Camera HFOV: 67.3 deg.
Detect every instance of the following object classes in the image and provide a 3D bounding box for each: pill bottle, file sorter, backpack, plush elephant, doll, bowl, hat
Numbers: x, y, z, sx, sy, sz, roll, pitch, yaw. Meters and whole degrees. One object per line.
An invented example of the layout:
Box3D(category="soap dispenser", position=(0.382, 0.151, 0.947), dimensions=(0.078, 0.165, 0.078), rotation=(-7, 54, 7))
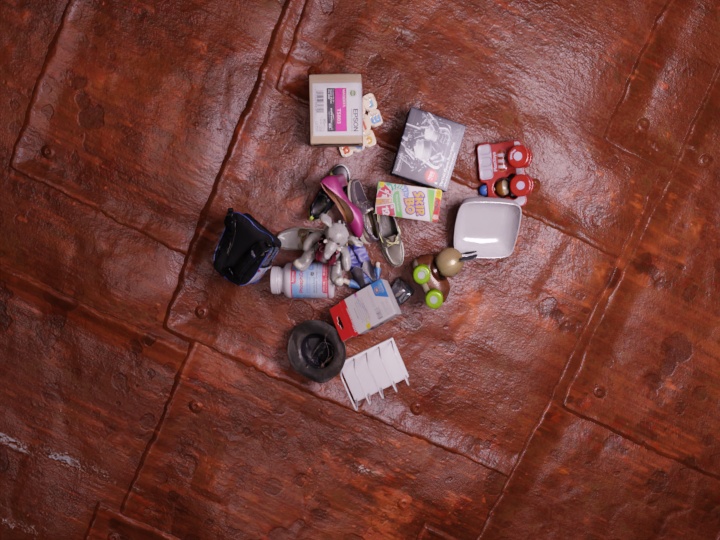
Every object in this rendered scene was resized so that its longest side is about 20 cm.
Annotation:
Box3D(category="pill bottle", position=(-0.178, 0.031, 1.681), dimensions=(0.193, 0.109, 0.113), rotation=(0, 97, -1))
Box3D(category="file sorter", position=(0.045, 0.331, 1.712), dimensions=(0.195, 0.125, 0.142), rotation=(-25, 97, 2))
Box3D(category="backpack", position=(-0.349, -0.057, 1.644), dimensions=(0.198, 0.154, 0.193), rotation=(37, 95, 15))
Box3D(category="plush elephant", position=(-0.083, -0.074, 1.568), dimensions=(0.161, 0.155, 0.204), rotation=(27, 75, -3))
Box3D(category="doll", position=(0.000, 0.000, 1.711), dimensions=(0.134, 0.048, 0.204), rotation=(-29, 103, -6))
Box3D(category="bowl", position=(0.382, -0.140, 1.659), dimensions=(0.193, 0.076, 0.204), rotation=(2, 127, 1))
Box3D(category="hat", position=(-0.131, 0.249, 1.717), dimensions=(0.194, 0.081, 0.208), rotation=(0, 92, 12))

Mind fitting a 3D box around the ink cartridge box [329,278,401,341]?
Box3D(category="ink cartridge box", position=(0.014, 0.125, 1.667), dimensions=(0.196, 0.067, 0.119), rotation=(-29, 76, 17))

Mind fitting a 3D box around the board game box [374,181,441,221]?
Box3D(category="board game box", position=(0.143, -0.206, 1.624), dimensions=(0.193, 0.030, 0.099), rotation=(8, 102, 6))

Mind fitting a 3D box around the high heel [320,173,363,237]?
Box3D(category="high heel", position=(-0.058, -0.186, 1.619), dimensions=(0.095, 0.067, 0.205), rotation=(-25, 93, -43))

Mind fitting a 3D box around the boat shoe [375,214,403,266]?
Box3D(category="boat shoe", position=(0.091, -0.109, 1.693), dimensions=(0.070, 0.060, 0.208), rotation=(-15, 97, 1))

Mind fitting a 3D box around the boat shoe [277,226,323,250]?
Box3D(category="boat shoe", position=(-0.169, -0.100, 1.687), dimensions=(0.193, 0.068, 0.078), rotation=(-5, 97, 0))

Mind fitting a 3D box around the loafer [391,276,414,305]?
Box3D(category="loafer", position=(0.079, 0.109, 1.721), dimensions=(0.199, 0.073, 0.073), rotation=(-43, 81, -1))

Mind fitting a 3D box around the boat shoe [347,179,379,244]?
Box3D(category="boat shoe", position=(0.015, -0.184, 1.667), dimensions=(0.064, 0.071, 0.207), rotation=(-8, 97, 43))

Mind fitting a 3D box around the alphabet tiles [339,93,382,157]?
Box3D(category="alphabet tiles", position=(-0.034, -0.464, 1.674), dimensions=(0.195, 0.015, 0.201), rotation=(-22, 94, 2))

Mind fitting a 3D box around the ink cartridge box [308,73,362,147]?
Box3D(category="ink cartridge box", position=(-0.073, -0.479, 1.629), dimensions=(0.159, 0.075, 0.208), rotation=(-1, 94, 2))

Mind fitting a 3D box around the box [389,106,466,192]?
Box3D(category="box", position=(0.202, -0.363, 1.644), dimensions=(0.177, 0.104, 0.206), rotation=(16, 96, -2))

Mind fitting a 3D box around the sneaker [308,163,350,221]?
Box3D(category="sneaker", position=(-0.094, -0.234, 1.665), dimensions=(0.071, 0.083, 0.203), rotation=(31, 95, -5))

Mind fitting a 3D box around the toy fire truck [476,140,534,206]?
Box3D(category="toy fire truck", position=(0.445, -0.296, 1.666), dimensions=(0.163, 0.112, 0.207), rotation=(-3, 98, 25))

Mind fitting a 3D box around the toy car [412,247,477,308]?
Box3D(category="toy car", position=(0.269, -0.002, 1.639), dimensions=(0.196, 0.164, 0.161), rotation=(-28, 97, 14))
